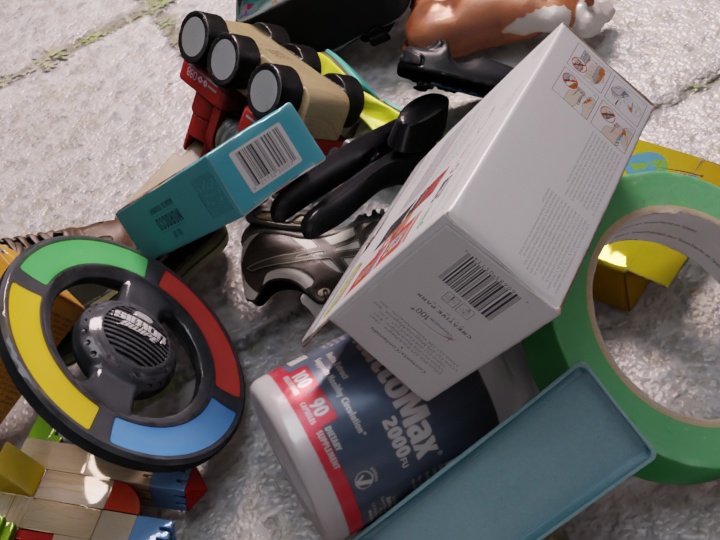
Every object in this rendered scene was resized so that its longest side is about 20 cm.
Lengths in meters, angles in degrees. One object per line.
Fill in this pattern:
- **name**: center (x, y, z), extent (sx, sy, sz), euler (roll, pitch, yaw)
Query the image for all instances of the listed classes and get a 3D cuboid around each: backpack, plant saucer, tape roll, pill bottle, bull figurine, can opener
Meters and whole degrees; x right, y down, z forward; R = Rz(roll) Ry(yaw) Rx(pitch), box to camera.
- **backpack**: center (-0.043, -0.313, 1.121), extent (0.177, 0.151, 0.200), euler (-22, 37, 22)
- **plant saucer**: center (0.083, 0.139, 0.695), extent (0.200, 0.019, 0.070), euler (-43, 78, 23)
- **tape roll**: center (0.202, 0.035, 0.738), extent (0.200, 0.048, 0.201), euler (6, 67, -15)
- **pill bottle**: center (0.038, 0.084, 0.765), extent (0.200, 0.120, 0.120), euler (-27, 47, -12)
- **bull figurine**: center (0.133, -0.248, 1.066), extent (0.199, 0.065, 0.122), euler (-10, 46, 8)
- **can opener**: center (-0.002, -0.078, 0.866), extent (0.063, 0.079, 0.200), euler (23, 39, 28)

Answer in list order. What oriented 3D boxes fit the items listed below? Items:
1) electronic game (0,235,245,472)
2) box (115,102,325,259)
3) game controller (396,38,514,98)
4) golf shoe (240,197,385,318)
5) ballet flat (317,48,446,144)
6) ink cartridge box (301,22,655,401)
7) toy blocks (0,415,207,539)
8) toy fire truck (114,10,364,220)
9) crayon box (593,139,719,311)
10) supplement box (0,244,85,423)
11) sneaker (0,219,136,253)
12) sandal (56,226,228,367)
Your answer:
- **electronic game**: center (-0.168, 0.055, 0.815), extent (0.042, 0.200, 0.200), euler (-45, 38, 30)
- **box**: center (-0.111, -0.062, 0.857), extent (0.082, 0.049, 0.200), euler (-38, 10, -30)
- **game controller**: center (0.082, -0.157, 0.937), extent (0.104, 0.200, 0.042), euler (23, 99, -1)
- **golf shoe**: center (0.000, 0.000, 0.898), extent (0.199, 0.078, 0.095), euler (5, 75, 18)
- **ballet flat**: center (0.004, -0.131, 1.009), extent (0.067, 0.067, 0.200), euler (-48, 52, 1)
- **ink cartridge box**: center (0.071, -0.028, 0.706), extent (0.084, 0.176, 0.200), euler (40, 50, -8)
- **toy blocks**: center (-0.186, 0.195, 0.770), extent (0.136, 0.100, 0.200), euler (8, 42, 7)
- **toy fire truck**: center (-0.117, -0.108, 1.006), extent (0.128, 0.200, 0.176), euler (-1, 32, -44)
- **crayon box**: center (0.177, -0.048, 0.886), extent (0.200, 0.051, 0.127), euler (24, 61, 33)
- **supplement box**: center (-0.300, 0.083, 0.866), extent (0.067, 0.069, 0.200), euler (38, 93, 39)
- **sneaker**: center (-0.285, 0.004, 0.969), extent (0.200, 0.076, 0.070), euler (-31, 49, -9)
- **sandal**: center (-0.183, 0.026, 0.935), extent (0.201, 0.057, 0.080), euler (-36, 43, -29)
